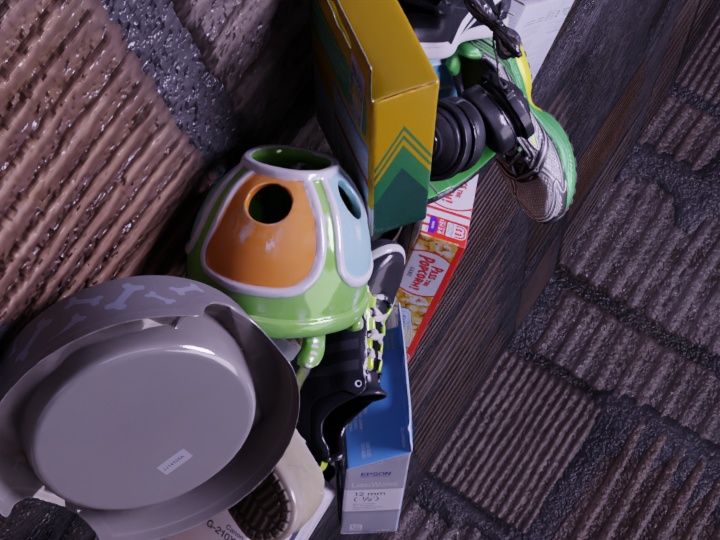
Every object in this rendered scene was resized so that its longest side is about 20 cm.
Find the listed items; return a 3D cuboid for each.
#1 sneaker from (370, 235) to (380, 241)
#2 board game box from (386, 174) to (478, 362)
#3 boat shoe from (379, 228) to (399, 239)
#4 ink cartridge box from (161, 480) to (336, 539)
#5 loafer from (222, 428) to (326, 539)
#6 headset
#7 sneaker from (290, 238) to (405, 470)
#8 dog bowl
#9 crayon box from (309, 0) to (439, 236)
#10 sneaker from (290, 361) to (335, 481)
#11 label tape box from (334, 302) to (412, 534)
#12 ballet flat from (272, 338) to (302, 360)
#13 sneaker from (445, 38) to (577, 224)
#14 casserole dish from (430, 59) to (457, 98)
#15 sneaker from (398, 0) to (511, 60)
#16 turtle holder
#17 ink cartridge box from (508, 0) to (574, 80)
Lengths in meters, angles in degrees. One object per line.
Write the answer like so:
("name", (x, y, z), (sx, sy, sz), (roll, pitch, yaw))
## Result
("sneaker", (0.008, -0.054, 0.946), (0.089, 0.075, 0.200), (-56, 176, 18))
("board game box", (0.064, -0.022, 1.011), (0.200, 0.046, 0.152), (111, -4, -50))
("boat shoe", (-0.002, -0.004, 1.039), (0.200, 0.068, 0.072), (-42, 158, -45))
("ink cartridge box", (-0.126, 0.201, 0.896), (0.085, 0.144, 0.200), (-59, 164, 5))
("loafer", (-0.092, 0.115, 0.759), (0.076, 0.200, 0.068), (-41, 153, 19))
("headset", (0.084, -0.132, 0.834), (0.123, 0.094, 0.200), (-28, 164, -27))
("sneaker", (-0.001, 0.074, 0.836), (0.072, 0.083, 0.201), (23, 96, -58))
("dog bowl", (-0.141, 0.089, 0.644), (0.199, 0.059, 0.201), (-14, 132, -16))
("crayon box", (0.007, -0.131, 0.724), (0.051, 0.126, 0.200), (-19, 153, -9))
("sneaker", (-0.059, 0.155, 1.016), (0.075, 0.115, 0.200), (-35, 163, -48))
("label tape box", (0.009, 0.148, 0.985), (0.200, 0.066, 0.144), (93, -6, -50))
("ballet flat", (-0.068, 0.035, 0.910), (0.068, 0.068, 0.201), (-26, 144, -62))
("sneaker", (0.134, -0.131, 0.948), (0.078, 0.201, 0.085), (-23, -172, 43))
("casserole dish", (0.052, -0.165, 0.964), (0.200, 0.039, 0.122), (-25, 142, -61))
("sneaker", (0.069, -0.246, 0.839), (0.200, 0.073, 0.112), (-33, 137, -51))
("turtle holder", (-0.046, -0.022, 0.749), (0.185, 0.141, 0.132), (-17, 120, -51))
("ink cartridge box", (0.170, -0.236, 1.184), (0.199, 0.041, 0.201), (-33, 150, -57))
